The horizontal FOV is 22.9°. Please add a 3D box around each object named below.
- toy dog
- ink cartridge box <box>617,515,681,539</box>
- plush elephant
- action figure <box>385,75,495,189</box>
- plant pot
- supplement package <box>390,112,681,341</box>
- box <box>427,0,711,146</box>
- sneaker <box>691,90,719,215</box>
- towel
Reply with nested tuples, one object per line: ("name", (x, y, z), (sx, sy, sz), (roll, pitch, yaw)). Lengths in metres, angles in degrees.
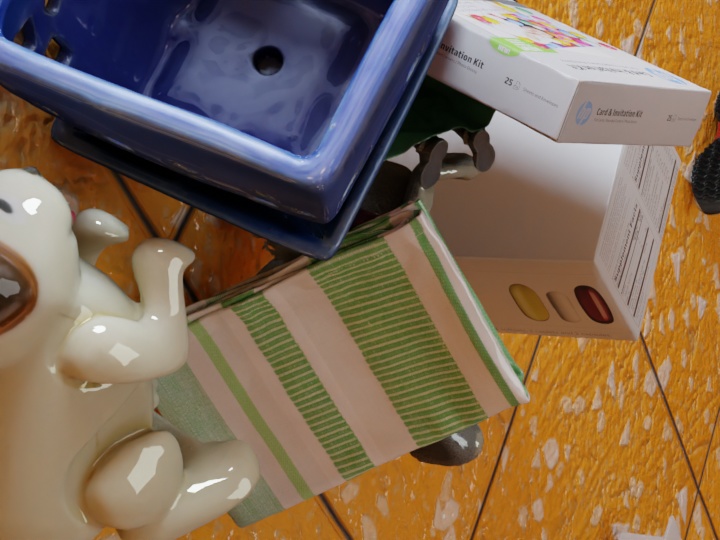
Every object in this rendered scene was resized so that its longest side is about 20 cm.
("toy dog", (-0.169, 0.039, 0.857), (0.194, 0.140, 0.200), (-29, 127, -16))
("ink cartridge box", (0.286, 0.343, 1.776), (0.116, 0.067, 0.200), (-62, 143, -39))
("plush elephant", (0.000, 0.000, 1.108), (0.155, 0.165, 0.200), (-61, 144, -45))
("action figure", (0.003, -0.117, 1.098), (0.118, 0.200, 0.055), (-15, 129, -31))
("plant pot", (-0.058, -0.129, 0.909), (0.180, 0.200, 0.200), (81, 34, -73))
("supplement package", (0.104, -0.047, 1.263), (0.111, 0.200, 0.156), (54, 46, -49))
("box", (0.085, -0.130, 1.055), (0.156, 0.200, 0.041), (-3, 120, -52))
("sneaker", (0.429, -0.120, 2.008), (0.093, 0.070, 0.200), (59, 39, -37))
("towel", (-0.020, 0.059, 1.027), (0.153, 0.200, 0.023), (58, 15, -26))
